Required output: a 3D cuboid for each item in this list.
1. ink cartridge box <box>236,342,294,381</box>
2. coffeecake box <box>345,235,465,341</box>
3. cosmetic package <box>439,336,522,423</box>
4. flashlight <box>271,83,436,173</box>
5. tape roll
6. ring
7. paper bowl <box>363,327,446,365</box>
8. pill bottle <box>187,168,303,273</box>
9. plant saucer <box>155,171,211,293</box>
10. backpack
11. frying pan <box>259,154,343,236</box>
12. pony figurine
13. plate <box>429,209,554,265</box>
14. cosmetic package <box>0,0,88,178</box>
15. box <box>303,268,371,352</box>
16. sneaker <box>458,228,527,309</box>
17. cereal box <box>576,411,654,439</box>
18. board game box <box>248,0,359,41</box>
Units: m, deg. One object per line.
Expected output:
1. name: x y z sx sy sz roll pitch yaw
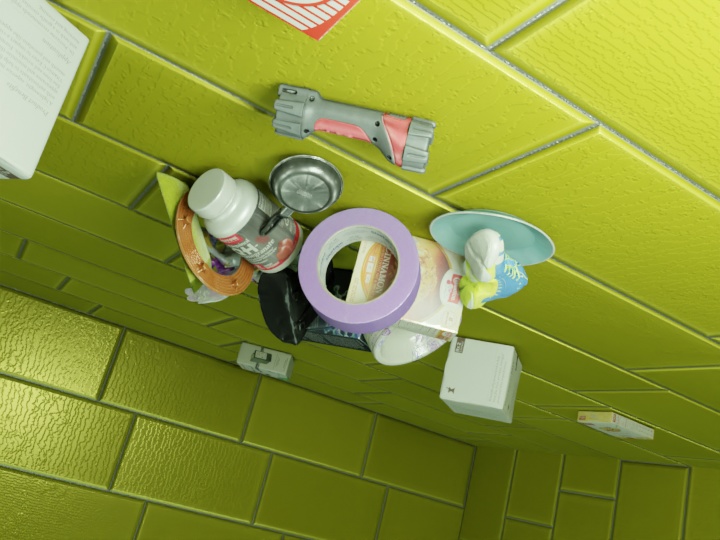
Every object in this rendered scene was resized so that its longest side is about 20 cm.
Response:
1. ink cartridge box: -0.364 0.352 2.723 0.199 0.084 0.146 14 162 6
2. coffeecake box: 0.085 0.022 1.248 0.199 0.154 0.073 14 163 1
3. cosmetic package: 0.317 0.286 1.836 0.164 0.166 0.200 8 162 21
4. flashlight: -0.009 -0.173 0.880 0.199 0.068 0.068 12 157 6
5. tape roll: 0.000 0.000 1.173 0.199 0.201 0.066 11 162 13
6. ring: -0.247 -0.054 1.241 0.019 0.201 0.200 -21 146 26
7. paper bowl: 0.099 0.098 1.456 0.200 0.105 0.201 -20 147 -13
8. pill bottle: -0.198 -0.087 1.213 0.110 0.111 0.200 1 153 38
9. plant saucer: -0.314 -0.068 1.285 0.048 0.201 0.200 -18 176 -13
10. backpack: -0.122 0.025 1.386 0.153 0.200 0.164 12 123 32
11. frying pan: -0.115 -0.114 1.096 0.189 0.031 0.115 -24 133 24
12. pony figurine: -0.264 -0.022 1.451 0.192 0.167 0.200 3 145 11
13. plate: 0.209 -0.057 1.121 0.199 0.026 0.200 13 162 4
14. cosmetic package: -0.463 -0.234 0.825 0.164 0.201 0.165 5 159 28
15. box: -0.053 0.083 1.553 0.199 0.149 0.107 6 161 25
16. sneaker: 0.221 -0.010 1.131 0.105 0.076 0.200 -12 154 -10
17. cereal box: 0.818 0.498 2.266 0.199 0.040 0.144 23 160 -24
18. board game box: -0.082 -0.295 0.605 0.199 0.046 0.151 23 161 -24
